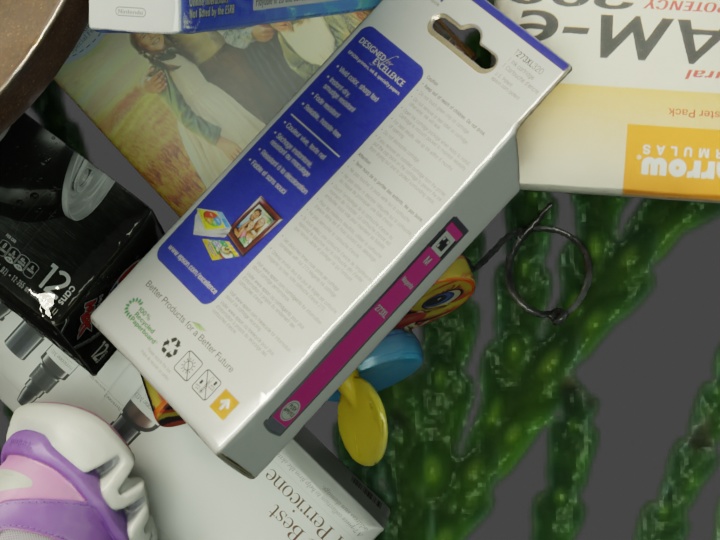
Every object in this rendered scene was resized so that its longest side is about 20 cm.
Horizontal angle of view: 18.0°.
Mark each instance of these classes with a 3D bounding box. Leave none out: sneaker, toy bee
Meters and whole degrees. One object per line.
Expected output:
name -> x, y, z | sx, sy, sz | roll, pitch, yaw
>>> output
sneaker -> -0.112, 0.157, 0.970 | 0.080, 0.089, 0.201 | -4, 124, 44
toy bee -> 0.000, 0.000, 0.942 | 0.200, 0.109, 0.131 | -39, 77, -16

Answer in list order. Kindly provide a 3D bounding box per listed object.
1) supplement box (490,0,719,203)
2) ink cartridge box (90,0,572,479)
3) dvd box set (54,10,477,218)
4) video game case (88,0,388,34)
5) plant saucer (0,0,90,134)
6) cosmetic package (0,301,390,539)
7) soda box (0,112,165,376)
supplement box -> 0.120, -0.132, 0.963 | 0.125, 0.074, 0.202 | 3, 95, 5
ink cartridge box -> -0.009, -0.023, 0.889 | 0.200, 0.037, 0.095 | -48, 53, 1
dvd box set -> -0.067, -0.117, 1.000 | 0.146, 0.029, 0.200 | -42, 91, 6
video game case -> -0.031, -0.189, 0.869 | 0.045, 0.200, 0.183 | 5, 102, 29
plant saucer -> -0.163, -0.113, 0.886 | 0.200, 0.200, 0.034 | -47, 135, 7
cosmetic package -> -0.086, 0.069, 1.007 | 0.200, 0.051, 0.083 | 44, 97, 0
soda box -> -0.172, -0.045, 0.957 | 0.199, 0.071, 0.063 | 36, 79, 18
